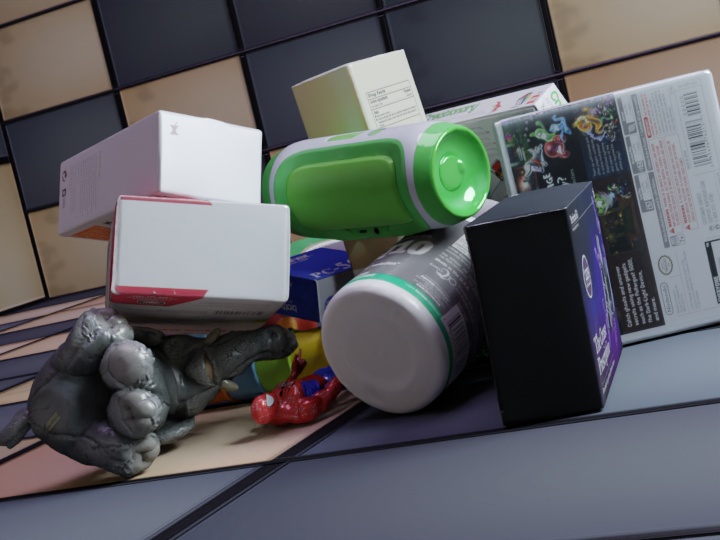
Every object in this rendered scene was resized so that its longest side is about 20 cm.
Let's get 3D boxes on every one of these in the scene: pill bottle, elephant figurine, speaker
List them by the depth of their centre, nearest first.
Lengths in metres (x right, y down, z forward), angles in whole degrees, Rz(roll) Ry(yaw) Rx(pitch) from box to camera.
[{"bbox_3d":[0.063,0.022,1.148,0.112,0.114,0.200,-10,18,36],"label":"pill bottle"},{"bbox_3d":[0.010,-0.073,1.158,0.199,0.089,0.088,-3,11,45],"label":"speaker"},{"bbox_3d":[-0.174,0.097,1.191,0.154,0.143,0.200,26,16,20],"label":"elephant figurine"}]

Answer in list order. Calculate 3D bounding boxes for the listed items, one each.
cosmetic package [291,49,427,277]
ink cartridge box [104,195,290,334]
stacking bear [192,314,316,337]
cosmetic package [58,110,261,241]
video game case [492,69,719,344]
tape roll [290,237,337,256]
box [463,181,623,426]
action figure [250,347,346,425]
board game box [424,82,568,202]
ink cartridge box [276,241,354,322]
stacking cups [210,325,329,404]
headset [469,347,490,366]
[{"bbox_3d":[0.020,-0.090,1.277,0.071,0.202,0.105,-15,5,35],"label":"cosmetic package"},{"bbox_3d":[-0.147,0.001,1.213,0.144,0.084,0.200,2,-11,-12],"label":"ink cartridge box"},{"bbox_3d":[-0.145,0.063,1.559,0.198,0.123,0.114,-5,10,-10],"label":"stacking bear"},{"bbox_3d":[-0.179,-0.075,1.233,0.101,0.072,0.199,7,-14,-35],"label":"cosmetic package"},{"bbox_3d":[0.216,-0.044,1.143,0.180,0.202,0.023,-13,4,5],"label":"video game case"},{"bbox_3d":[0.007,0.005,1.512,0.198,0.049,0.201,-2,18,0],"label":"tape roll"},{"bbox_3d":[0.140,0.017,1.036,0.078,0.143,0.200,-13,6,16],"label":"box"},{"bbox_3d":[-0.030,0.094,1.208,0.065,0.052,0.199,-6,11,34],"label":"action figure"},{"bbox_3d":[0.139,-0.096,1.272,0.035,0.127,0.199,-47,20,-23],"label":"board game box"},{"bbox_3d":[0.000,0.000,1.368,0.199,0.045,0.094,-19,20,-41],"label":"ink cartridge box"},{"bbox_3d":[-0.107,0.092,1.333,0.198,0.061,0.060,-12,5,23],"label":"stacking cups"},{"bbox_3d":[0.106,0.026,1.292,0.122,0.095,0.200,-13,15,11],"label":"headset"}]
